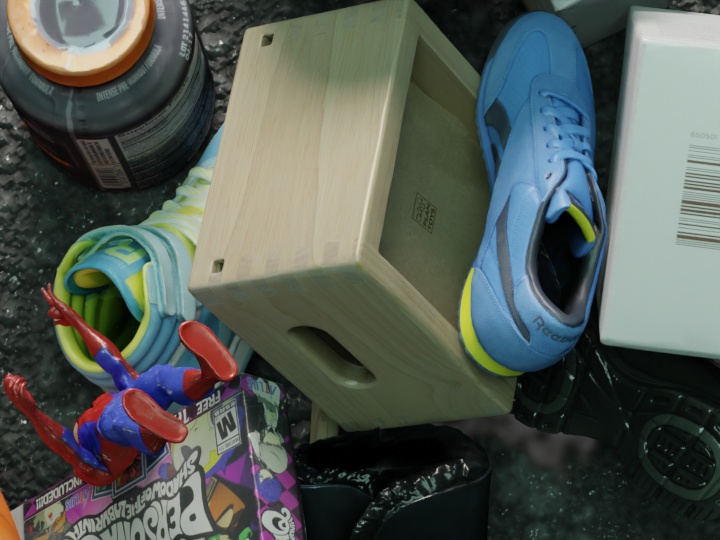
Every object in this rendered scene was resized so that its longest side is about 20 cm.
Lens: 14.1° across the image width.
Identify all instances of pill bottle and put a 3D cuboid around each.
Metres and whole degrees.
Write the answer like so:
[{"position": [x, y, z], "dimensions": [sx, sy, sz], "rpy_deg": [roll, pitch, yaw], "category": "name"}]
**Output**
[{"position": [-0.134, -0.111, 1.503], "dimensions": [0.106, 0.200, 0.106], "rpy_deg": [0, 79, 2], "category": "pill bottle"}]

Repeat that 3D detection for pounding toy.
[{"position": [0.000, 0.000, 1.491], "dimensions": [0.142, 0.200, 0.184], "rpy_deg": [-8, 56, 31], "category": "pounding toy"}]

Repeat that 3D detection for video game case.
[{"position": [-0.105, 0.172, 1.451], "dimensions": [0.200, 0.036, 0.182], "rpy_deg": [-31, 54, 34], "category": "video game case"}]

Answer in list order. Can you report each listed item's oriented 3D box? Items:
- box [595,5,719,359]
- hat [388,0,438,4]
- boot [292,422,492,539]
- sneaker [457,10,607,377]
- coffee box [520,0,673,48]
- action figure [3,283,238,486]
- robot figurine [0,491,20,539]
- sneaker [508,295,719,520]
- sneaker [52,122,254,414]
[{"position": [0.180, -0.047, 1.463], "dimensions": [0.106, 0.200, 0.153], "rpy_deg": [7, 100, 3], "category": "box"}, {"position": [0.032, -0.181, 1.455], "dimensions": [0.200, 0.201, 0.081], "rpy_deg": [2, 124, -1], "category": "hat"}, {"position": [0.058, 0.165, 1.469], "dimensions": [0.200, 0.076, 0.168], "rpy_deg": [6, 119, 7], "category": "boot"}, {"position": [0.098, -0.045, 1.436], "dimensions": [0.066, 0.078, 0.200], "rpy_deg": [20, 62, -24], "category": "sneaker"}, {"position": [0.092, -0.226, 1.561], "dimensions": [0.080, 0.114, 0.200], "rpy_deg": [-27, 80, -3], "category": "coffee box"}, {"position": [-0.128, 0.051, 1.394], "dimensions": [0.099, 0.200, 0.065], "rpy_deg": [42, 70, -2], "category": "action figure"}, {"position": [-0.230, 0.142, 1.468], "dimensions": [0.116, 0.200, 0.144], "rpy_deg": [5, 111, -21], "category": "robot figurine"}, {"position": [0.143, 0.061, 1.531], "dimensions": [0.200, 0.091, 0.076], "rpy_deg": [39, 117, 27], "category": "sneaker"}, {"position": [-0.089, -0.018, 1.514], "dimensions": [0.079, 0.131, 0.200], "rpy_deg": [16, 79, 29], "category": "sneaker"}]
